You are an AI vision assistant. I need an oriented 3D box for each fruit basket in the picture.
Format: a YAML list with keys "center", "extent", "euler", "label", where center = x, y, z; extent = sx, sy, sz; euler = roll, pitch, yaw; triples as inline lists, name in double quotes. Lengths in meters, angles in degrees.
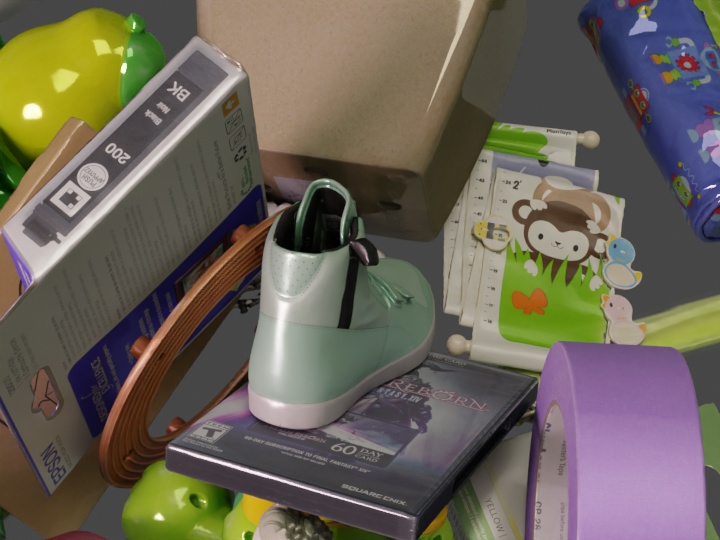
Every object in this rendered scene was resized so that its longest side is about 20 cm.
- center: [-0.202, -0.078, 1.102]
  extent: [0.214, 0.156, 0.217]
  euler: [-7, 54, 9]
  label: "fruit basket"

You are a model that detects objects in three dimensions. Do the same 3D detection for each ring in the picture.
- center: [-0.084, 0.041, 1.036]
  extent: [0.019, 0.201, 0.200]
  euler: [36, 62, 15]
  label: "ring"

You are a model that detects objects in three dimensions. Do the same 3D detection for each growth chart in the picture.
- center: [0.116, -0.017, 1.200]
  extent: [0.144, 0.018, 0.201]
  euler: [1, 61, -7]
  label: "growth chart"

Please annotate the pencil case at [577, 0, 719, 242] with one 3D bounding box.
- center: [0.225, -0.118, 1.235]
  extent: [0.086, 0.078, 0.201]
  euler: [-15, 63, -17]
  label: "pencil case"

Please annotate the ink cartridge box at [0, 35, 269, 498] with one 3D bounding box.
- center: [-0.128, 0.004, 0.953]
  extent: [0.043, 0.198, 0.200]
  euler: [35, 68, 18]
  label: "ink cartridge box"

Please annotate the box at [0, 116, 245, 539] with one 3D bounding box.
- center: [-0.169, 0.039, 1.037]
  extent: [0.021, 0.163, 0.200]
  euler: [20, 71, 49]
  label: "box"

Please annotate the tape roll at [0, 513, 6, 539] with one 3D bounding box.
- center: [-0.285, 0.144, 0.924]
  extent: [0.199, 0.200, 0.048]
  euler: [-14, 79, -14]
  label: "tape roll"

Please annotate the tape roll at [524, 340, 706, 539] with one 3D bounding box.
- center: [0.130, 0.139, 0.954]
  extent: [0.065, 0.200, 0.201]
  euler: [3, 60, -2]
  label: "tape roll"

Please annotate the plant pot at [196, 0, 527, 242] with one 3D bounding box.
- center: [-0.005, -0.128, 1.147]
  extent: [0.199, 0.200, 0.178]
  euler: [8, 73, 8]
  label: "plant pot"

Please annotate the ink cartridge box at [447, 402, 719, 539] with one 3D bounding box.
- center: [0.160, 0.158, 1.089]
  extent: [0.199, 0.048, 0.146]
  euler: [-16, 63, -12]
  label: "ink cartridge box"

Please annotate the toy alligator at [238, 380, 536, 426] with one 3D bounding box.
- center: [0.023, 0.099, 1.097]
  extent: [0.199, 0.059, 0.055]
  euler: [5, 60, -4]
  label: "toy alligator"

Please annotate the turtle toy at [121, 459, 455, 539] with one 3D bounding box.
- center: [-0.037, 0.151, 1.026]
  extent: [0.199, 0.146, 0.101]
  euler: [5, 29, -5]
  label: "turtle toy"

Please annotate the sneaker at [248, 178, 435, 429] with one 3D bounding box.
- center: [0.000, 0.000, 1.020]
  extent: [0.073, 0.119, 0.200]
  euler: [13, 22, 17]
  label: "sneaker"

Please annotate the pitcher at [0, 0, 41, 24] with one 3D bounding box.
- center: [-0.257, -0.245, 1.240]
  extent: [0.199, 0.122, 0.171]
  euler: [-22, 44, -29]
  label: "pitcher"

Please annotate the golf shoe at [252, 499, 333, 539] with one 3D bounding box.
- center: [-0.030, 0.215, 0.959]
  extent: [0.097, 0.201, 0.078]
  euler: [-19, 25, 10]
  label: "golf shoe"

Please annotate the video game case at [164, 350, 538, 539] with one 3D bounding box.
- center: [0.002, 0.084, 0.997]
  extent: [0.142, 0.019, 0.200]
  euler: [14, 23, 20]
  label: "video game case"

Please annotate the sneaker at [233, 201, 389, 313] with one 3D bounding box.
- center: [-0.078, -0.001, 1.149]
  extent: [0.199, 0.075, 0.083]
  euler: [10, 79, 3]
  label: "sneaker"

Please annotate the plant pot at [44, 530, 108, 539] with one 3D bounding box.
- center: [-0.191, 0.232, 0.932]
  extent: [0.179, 0.200, 0.200]
  euler: [-29, 67, -38]
  label: "plant pot"
